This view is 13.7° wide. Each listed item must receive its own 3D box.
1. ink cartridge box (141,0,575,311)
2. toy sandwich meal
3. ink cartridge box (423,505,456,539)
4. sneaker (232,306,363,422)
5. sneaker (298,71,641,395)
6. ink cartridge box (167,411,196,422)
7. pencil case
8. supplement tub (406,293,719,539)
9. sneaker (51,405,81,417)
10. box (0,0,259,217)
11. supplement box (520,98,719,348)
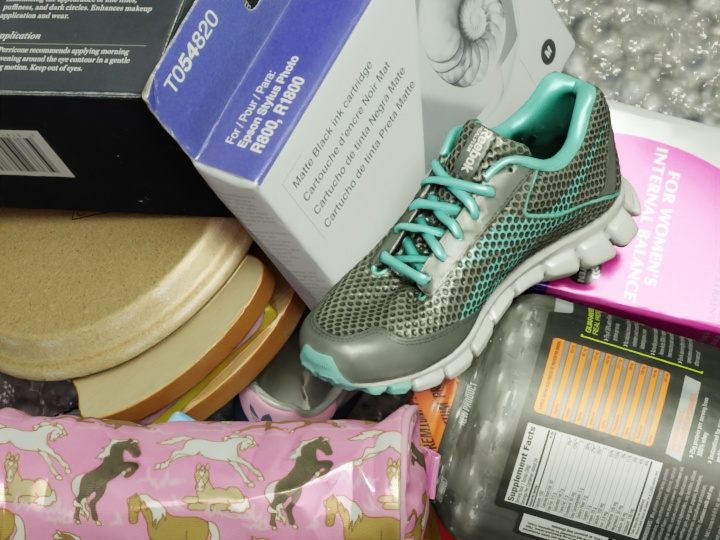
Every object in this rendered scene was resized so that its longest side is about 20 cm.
[{"bbox_3d":[0.007,-0.092,1.364,0.041,0.200,0.200,10,62,39],"label":"ink cartridge box"},{"bbox_3d":[-0.107,-0.013,1.437,0.205,0.070,0.206,-19,48,22],"label":"toy sandwich meal"},{"bbox_3d":[0.104,0.168,1.436,0.176,0.045,0.201,-13,78,-6],"label":"ink cartridge box"},{"bbox_3d":[0.000,0.000,1.450,0.070,0.082,0.200,23,77,3],"label":"sneaker"},{"bbox_3d":[0.044,-0.022,1.320,0.077,0.091,0.200,24,47,35],"label":"sneaker"},{"bbox_3d":[-0.026,0.179,1.372,0.200,0.125,0.129,29,77,15],"label":"ink cartridge box"},{"bbox_3d":[-0.067,0.098,1.292,0.199,0.083,0.087,-1,49,7],"label":"pencil case"},{"bbox_3d":[0.118,0.085,1.370,0.199,0.123,0.123,17,77,2],"label":"supplement tub"},{"bbox_3d":[-0.168,0.117,1.401,0.200,0.115,0.075,-32,81,-9],"label":"sneaker"},{"bbox_3d":[-0.133,-0.130,1.406,0.199,0.104,0.183,4,61,28],"label":"box"},{"bbox_3d":[0.182,-0.004,1.449,0.199,0.103,0.102,14,76,-1],"label":"supplement box"}]
